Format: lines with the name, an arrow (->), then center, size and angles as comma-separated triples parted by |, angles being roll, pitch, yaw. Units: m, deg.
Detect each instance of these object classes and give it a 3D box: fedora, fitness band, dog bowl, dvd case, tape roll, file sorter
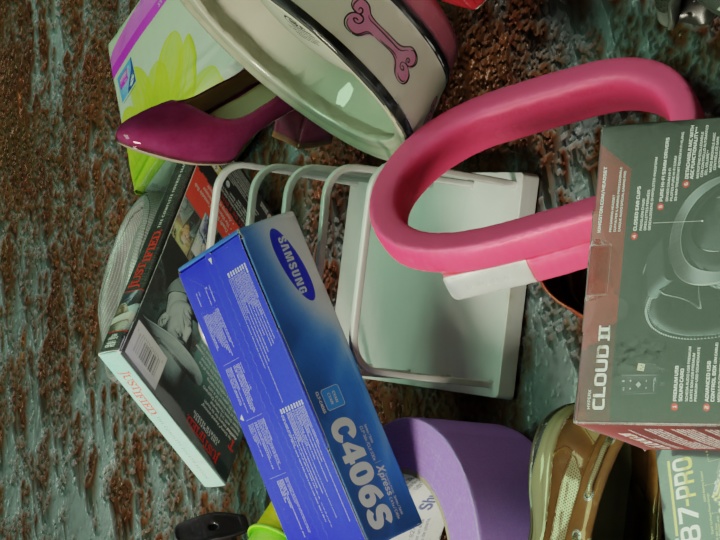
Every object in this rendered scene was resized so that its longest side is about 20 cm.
fedora -> -0.141, 0.023, 1.612 | 0.177, 0.090, 0.202 | -161, 79, -71
fitness band -> 0.099, -0.056, 1.232 | 0.199, 0.038, 0.144 | -14, 41, 21
dog bowl -> -0.025, -0.157, 1.335 | 0.074, 0.200, 0.200 | -51, 33, -9
dvd case -> -0.103, 0.022, 1.474 | 0.022, 0.146, 0.201 | -8, 46, 28
tape roll -> 0.049, 0.191, 1.313 | 0.200, 0.065, 0.202 | -20, 68, 61
file sorter -> 0.000, 0.000, 1.396 | 0.199, 0.124, 0.140 | 4, 87, 57

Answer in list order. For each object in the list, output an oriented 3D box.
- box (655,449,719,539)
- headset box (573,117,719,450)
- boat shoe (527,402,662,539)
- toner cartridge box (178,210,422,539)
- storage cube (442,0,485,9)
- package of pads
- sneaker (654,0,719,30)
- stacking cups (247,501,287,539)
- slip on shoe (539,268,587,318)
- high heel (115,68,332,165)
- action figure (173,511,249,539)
box -> 0.218, 0.044, 1.073 | 0.160, 0.049, 0.202 | -16, 69, 32
headset box -> 0.191, 0.007, 1.023 | 0.199, 0.077, 0.150 | -3, 74, 37
boat shoe -> 0.131, 0.170, 1.201 | 0.074, 0.075, 0.202 | -12, 74, 52
toner cartridge box -> -0.038, 0.074, 1.309 | 0.095, 0.043, 0.201 | -27, 84, 58
storage cube -> 0.034, -0.288, 1.301 | 0.200, 0.180, 0.171 | -47, 31, -13
package of pads -> -0.118, -0.163, 1.666 | 0.200, 0.068, 0.155 | -48, 45, 42
sneaker -> 0.220, -0.172, 1.152 | 0.200, 0.080, 0.087 | 175, 89, -65
stacking cups -> -0.082, 0.232, 1.437 | 0.060, 0.061, 0.201 | -9, 41, 56
slip on shoe -> 0.169, 0.017, 1.184 | 0.199, 0.061, 0.075 | 23, 100, 51
high heel -> -0.082, -0.126, 1.443 | 0.067, 0.199, 0.097 | 23, 112, 33
action figure -> -0.108, 0.263, 1.561 | 0.131, 0.069, 0.201 | 61, 147, 35
